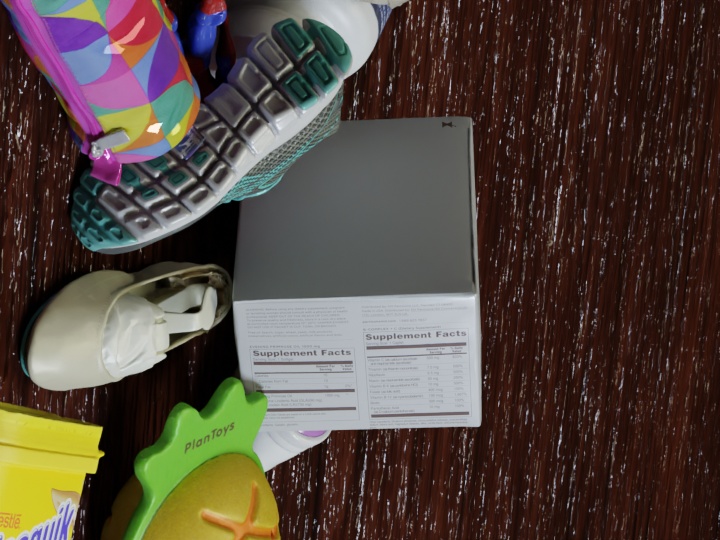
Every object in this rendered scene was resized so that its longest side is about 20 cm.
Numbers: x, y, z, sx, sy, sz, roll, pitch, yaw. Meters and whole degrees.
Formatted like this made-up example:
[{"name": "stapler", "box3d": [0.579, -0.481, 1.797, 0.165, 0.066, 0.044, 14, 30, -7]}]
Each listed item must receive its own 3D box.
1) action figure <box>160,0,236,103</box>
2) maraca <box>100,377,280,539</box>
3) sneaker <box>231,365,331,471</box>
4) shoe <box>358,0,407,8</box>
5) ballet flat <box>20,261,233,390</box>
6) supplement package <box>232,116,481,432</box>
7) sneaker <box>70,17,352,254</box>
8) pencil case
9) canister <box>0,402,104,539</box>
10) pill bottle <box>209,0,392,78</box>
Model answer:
[{"name": "action figure", "box3d": [-0.107, -0.136, 1.740, 0.200, 0.065, 0.052, 92, -25, -61]}, {"name": "maraca", "box3d": [-0.106, 0.159, 1.814, 0.137, 0.107, 0.200, -30, 138, -45]}, {"name": "sneaker", "box3d": [-0.065, 0.070, 1.973, 0.075, 0.100, 0.200, 44, 26, -17]}, {"name": "shoe", "box3d": [-0.007, -0.195, 1.771, 0.200, 0.070, 0.053, 5, 115, -44]}, {"name": "ballet flat", "box3d": [-0.135, 0.030, 1.749, 0.200, 0.069, 0.069, -29, 127, -64]}, {"name": "supplement package", "box3d": [0.000, 0.000, 1.883, 0.200, 0.156, 0.111, -88, 176, -53]}, {"name": "sneaker", "box3d": [-0.084, -0.065, 1.737, 0.200, 0.078, 0.091, -34, 154, -12]}, {"name": "pencil case", "box3d": [-0.150, -0.135, 1.606, 0.200, 0.088, 0.088, 67, 38, -54]}, {"name": "canister", "box3d": [-0.219, 0.171, 1.565, 0.149, 0.087, 0.200, 19, 84, -69]}, {"name": "pill bottle", "box3d": [-0.029, -0.193, 1.857, 0.111, 0.111, 0.200, 76, 31, -48]}]
